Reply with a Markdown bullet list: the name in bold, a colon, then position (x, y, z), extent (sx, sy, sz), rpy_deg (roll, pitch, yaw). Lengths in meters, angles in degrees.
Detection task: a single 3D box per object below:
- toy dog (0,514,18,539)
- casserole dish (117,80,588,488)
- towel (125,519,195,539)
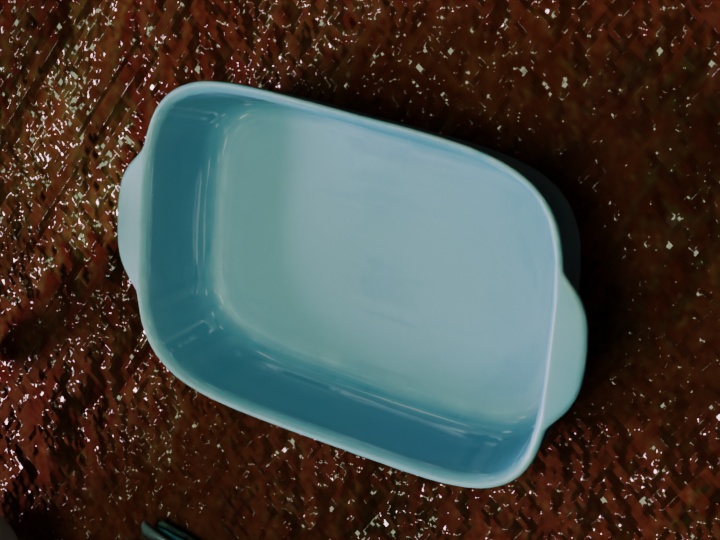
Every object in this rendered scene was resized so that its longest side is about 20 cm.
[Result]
- **toy dog**: position (-0.165, 0.085, 0.816), extent (0.201, 0.096, 0.132), rpy_deg (86, 173, -48)
- **casserole dish**: position (0.000, 0.000, 0.711), extent (0.199, 0.039, 0.122), rpy_deg (17, 112, 31)
- **towel**: position (-0.050, 0.218, 0.821), extent (0.146, 0.022, 0.201), rpy_deg (24, 117, 29)
